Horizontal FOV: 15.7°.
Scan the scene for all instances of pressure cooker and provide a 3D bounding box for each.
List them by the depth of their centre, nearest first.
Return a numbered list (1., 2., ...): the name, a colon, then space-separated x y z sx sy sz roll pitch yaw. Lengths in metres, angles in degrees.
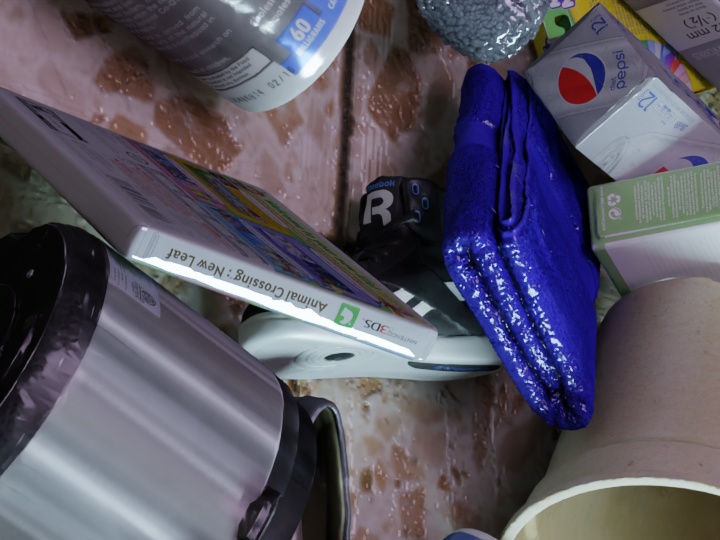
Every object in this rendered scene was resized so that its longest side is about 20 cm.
1. pressure cooker: -0.116 0.097 1.225 0.200 0.178 0.177 38 52 -26

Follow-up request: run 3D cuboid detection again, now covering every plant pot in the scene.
1. plant pot: 0.188 0.112 1.502 0.200 0.200 0.184 40 43 -26

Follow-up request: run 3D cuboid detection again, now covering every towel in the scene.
1. towel: 0.100 -0.018 1.479 0.148 0.049 0.200 57 22 -25

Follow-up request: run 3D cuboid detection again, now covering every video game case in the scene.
1. video game case: -0.079 -0.024 1.300 0.181 0.200 0.022 20 101 -35

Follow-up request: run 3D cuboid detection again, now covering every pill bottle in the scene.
1. pill bottle: -0.101 -0.180 1.368 0.200 0.113 0.114 34 57 -30

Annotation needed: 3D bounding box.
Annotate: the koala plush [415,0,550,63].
1. koala plush: 0.049 -0.257 1.496 0.200 0.177 0.184 36 18 -21

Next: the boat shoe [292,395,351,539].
1. boat shoe: -0.037 0.161 1.353 0.072 0.065 0.201 15 68 -40

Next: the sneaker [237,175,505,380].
1. sneaker: 0.000 0.000 1.439 0.199 0.073 0.113 8 69 -49

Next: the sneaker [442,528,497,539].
1. sneaker: 0.060 0.252 1.412 0.115 0.080 0.200 -27 89 -39

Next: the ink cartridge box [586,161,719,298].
1. ink cartridge box: 0.247 -0.015 1.538 0.146 0.199 0.048 52 32 -57

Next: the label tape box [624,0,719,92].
1. label tape box: 0.240 -0.197 1.644 0.200 0.066 0.144 38 56 -27

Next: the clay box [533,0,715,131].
1. clay box: 0.170 -0.159 1.648 0.199 0.047 0.116 -16 90 -42

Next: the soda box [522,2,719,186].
1. soda box: 0.178 -0.079 1.562 0.200 0.063 0.068 33 20 -54
